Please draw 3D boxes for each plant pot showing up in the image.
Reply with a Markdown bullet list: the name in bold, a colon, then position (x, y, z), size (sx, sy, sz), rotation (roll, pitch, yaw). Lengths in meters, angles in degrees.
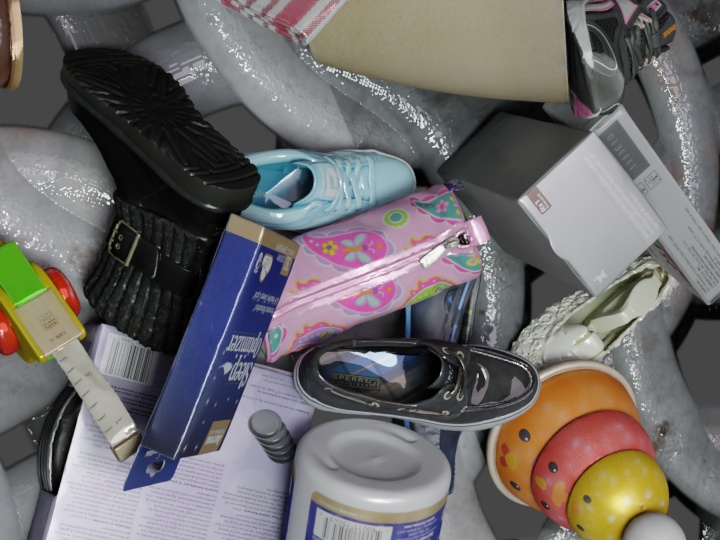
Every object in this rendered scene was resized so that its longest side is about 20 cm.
- **plant pot**: position (0.059, -0.218, 1.088), size (0.199, 0.187, 0.189), rotation (-3, 91, 8)

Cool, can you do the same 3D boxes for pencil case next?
- **pencil case**: position (0.000, 0.000, 1.090), size (0.199, 0.087, 0.088), rotation (-21, 99, -9)

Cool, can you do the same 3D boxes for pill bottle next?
- **pill bottle**: position (-0.004, 0.228, 1.066), size (0.119, 0.120, 0.201), rotation (-2, 115, -27)

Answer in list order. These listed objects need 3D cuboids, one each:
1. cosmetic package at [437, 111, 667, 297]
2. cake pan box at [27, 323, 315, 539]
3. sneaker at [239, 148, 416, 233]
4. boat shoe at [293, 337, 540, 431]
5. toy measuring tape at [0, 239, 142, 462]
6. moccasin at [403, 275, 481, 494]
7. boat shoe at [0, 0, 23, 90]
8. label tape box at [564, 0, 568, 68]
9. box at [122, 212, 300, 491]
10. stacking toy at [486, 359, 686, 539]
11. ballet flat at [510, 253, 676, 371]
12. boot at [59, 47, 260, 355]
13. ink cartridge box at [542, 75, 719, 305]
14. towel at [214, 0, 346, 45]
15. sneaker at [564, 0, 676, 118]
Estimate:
- **cosmetic package**: position (0.150, -0.059, 1.122), size (0.090, 0.200, 0.107), rotation (-43, 110, -6)
- **cake pan box**: position (-0.144, 0.150, 1.060), size (0.199, 0.052, 0.185), rotation (16, 80, -26)
- **sneaker**: position (-0.034, -0.061, 1.099), size (0.199, 0.082, 0.074), rotation (-8, 94, -27)
- **boat shoe**: position (0.050, 0.081, 1.071), size (0.199, 0.066, 0.070), rotation (8, 73, -10)
- **toy measuring tape**: position (-0.217, 0.059, 0.993), size (0.073, 0.074, 0.200), rotation (-31, 73, -23)
- **moccasin**: position (0.073, 0.088, 1.143), size (0.068, 0.080, 0.201), rotation (-1, 91, 13)
- **boat shoe**: position (-0.288, -0.224, 0.982), size (0.070, 0.070, 0.201), rotation (-9, 85, -33)
- **label tape box**: position (0.207, -0.293, 1.234), size (0.144, 0.063, 0.200), rotation (46, 71, -19)
- **box**: position (-0.102, 0.064, 0.977), size (0.032, 0.121, 0.201), rotation (23, 90, 10)
- **stacking toy**: position (0.204, 0.177, 1.135), size (0.145, 0.200, 0.147), rotation (-10, 118, -18)
- **ballet flat**: position (0.206, 0.047, 1.229), size (0.200, 0.072, 0.072), rotation (-40, 106, -21)
- **boot**: position (-0.169, -0.052, 1.027), size (0.079, 0.211, 0.158), rotation (-11, 136, -42)
- **ink cartridge box**: position (0.222, -0.080, 1.180), size (0.044, 0.174, 0.200), rotation (-41, 116, 2)
- **towel**: position (-0.071, -0.255, 1.043), size (0.147, 0.199, 0.030), rotation (-51, 153, -18)
- **sneaker**: position (0.204, -0.185, 1.083), size (0.086, 0.200, 0.081), rotation (-4, 122, 11)
